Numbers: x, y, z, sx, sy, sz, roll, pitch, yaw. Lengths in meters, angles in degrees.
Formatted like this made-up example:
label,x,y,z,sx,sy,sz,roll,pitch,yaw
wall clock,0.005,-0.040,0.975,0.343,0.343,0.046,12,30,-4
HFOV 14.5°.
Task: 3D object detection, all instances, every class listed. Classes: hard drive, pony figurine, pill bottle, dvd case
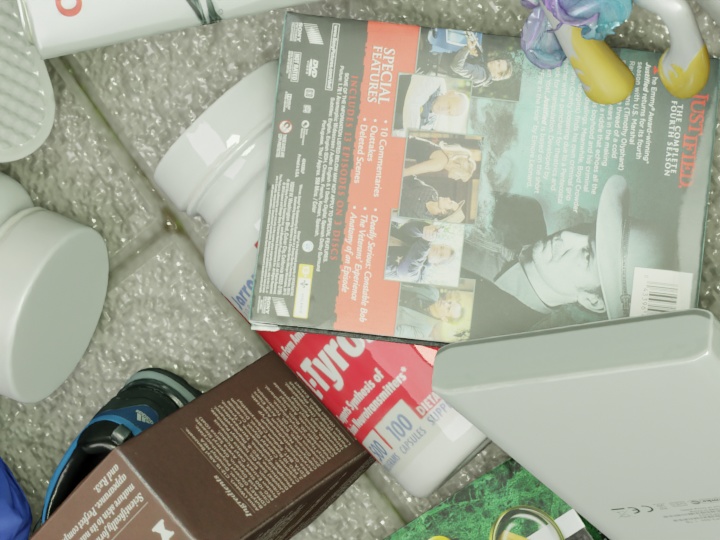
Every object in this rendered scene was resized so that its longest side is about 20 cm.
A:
label,x,y,z,sx,sy,sz,roll,pitch,yaw
hard drive,0.137,0.078,1.263,0.132,0.200,0.026,-9,59,30
pony figurine,0.075,-0.157,1.176,0.193,0.167,0.200,24,162,41
pill bottle,-0.237,-0.011,1.458,0.200,0.114,0.114,21,116,20
dvd case,0.056,-0.035,1.273,0.199,0.022,0.147,5,83,4
pill bottle,0.000,0.000,1.338,0.200,0.112,0.112,46,122,6

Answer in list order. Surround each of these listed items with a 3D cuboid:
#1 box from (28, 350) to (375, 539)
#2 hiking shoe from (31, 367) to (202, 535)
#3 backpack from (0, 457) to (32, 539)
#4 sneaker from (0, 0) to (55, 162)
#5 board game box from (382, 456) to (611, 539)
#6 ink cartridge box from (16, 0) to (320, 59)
label,x,y,z,sx,sy,sz,roll,pitch,yaw
box,-0.069,0.105,1.357,0.075,0.200,0.100,48,122,6
hiking shoe,-0.147,0.141,1.478,0.074,0.087,0.200,30,118,16
backpack,-0.277,0.122,1.499,0.200,0.167,0.163,51,128,44
sneaker,-0.204,-0.152,1.382,0.079,0.078,0.201,10,111,65
board game box,0.040,0.175,1.394,0.200,0.023,0.105,-36,82,26
ink cartridge box,-0.065,-0.190,1.282,0.199,0.083,0.147,-11,103,5
